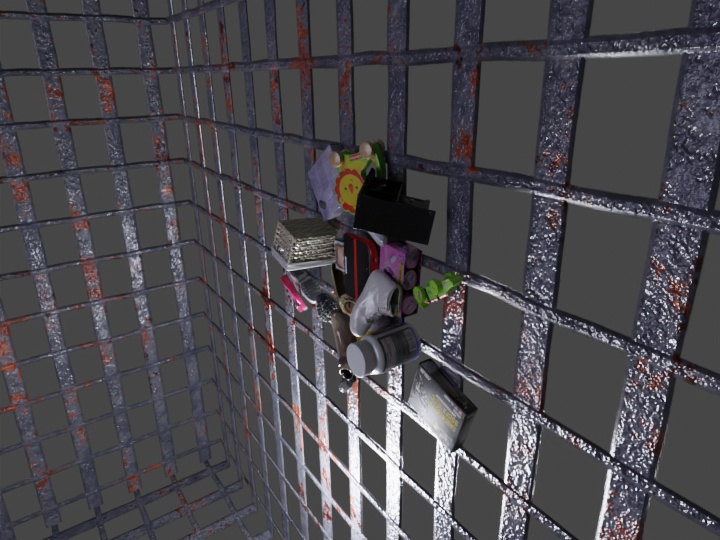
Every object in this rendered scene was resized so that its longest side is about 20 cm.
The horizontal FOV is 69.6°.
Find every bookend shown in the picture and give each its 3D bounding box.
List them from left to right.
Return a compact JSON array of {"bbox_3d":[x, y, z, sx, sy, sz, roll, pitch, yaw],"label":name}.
[{"bbox_3d":[0.098,-0.171,1.346,0.196,0.200,0.094,14,122,6],"label":"bookend"}]

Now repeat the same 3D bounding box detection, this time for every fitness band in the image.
[{"bbox_3d":[-0.262,0.090,2.029,0.145,0.037,0.200,57,173,14],"label":"fitness band"}]

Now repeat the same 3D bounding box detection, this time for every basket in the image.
[{"bbox_3d":[-0.186,-0.096,1.758,0.135,0.197,0.125,43,131,41],"label":"basket"}]

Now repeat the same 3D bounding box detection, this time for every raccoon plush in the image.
[{"bbox_3d":[-0.052,0.301,1.725,0.097,0.201,0.133,46,151,-14],"label":"raccoon plush"}]

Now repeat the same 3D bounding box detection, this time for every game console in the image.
[{"bbox_3d":[0.000,0.000,1.543,0.176,0.030,0.204,29,124,58],"label":"game console"}]

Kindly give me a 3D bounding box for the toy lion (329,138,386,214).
[{"bbox_3d":[-0.003,-0.261,1.496,0.198,0.068,0.196,-5,104,44],"label":"toy lion"}]

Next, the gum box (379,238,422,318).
[{"bbox_3d":[0.109,0.014,1.447,0.113,0.065,0.204,32,128,50],"label":"gum box"}]

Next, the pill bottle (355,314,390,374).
[{"bbox_3d":[0.040,0.203,1.588,0.112,0.111,0.205,13,113,55],"label":"pill bottle"}]

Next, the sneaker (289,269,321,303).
[{"bbox_3d":[-0.202,0.067,1.983,0.200,0.074,0.083,49,156,44],"label":"sneaker"}]

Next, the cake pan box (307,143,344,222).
[{"bbox_3d":[-0.090,-0.280,1.669,0.200,0.052,0.187,-36,73,57],"label":"cake pan box"}]

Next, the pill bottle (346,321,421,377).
[{"bbox_3d":[0.066,0.226,1.471,0.113,0.197,0.116,29,126,50],"label":"pill bottle"}]

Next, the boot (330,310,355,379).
[{"bbox_3d":[-0.048,0.233,1.572,0.201,0.069,0.149,64,-158,-51],"label":"boot"}]

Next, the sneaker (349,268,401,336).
[{"bbox_3d":[0.043,0.111,1.417,0.115,0.073,0.203,37,112,46],"label":"sneaker"}]

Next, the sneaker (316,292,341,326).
[{"bbox_3d":[-0.105,0.131,1.760,0.087,0.077,0.201,59,-179,42],"label":"sneaker"}]

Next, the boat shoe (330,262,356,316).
[{"bbox_3d":[-0.053,0.067,1.702,0.202,0.072,0.063,63,-179,26],"label":"boat shoe"}]

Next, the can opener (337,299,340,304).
[{"bbox_3d":[-0.009,0.154,1.724,0.201,0.053,0.067,52,173,33],"label":"can opener"}]

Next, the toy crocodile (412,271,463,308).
[{"bbox_3d":[0.195,0.052,1.325,0.199,0.067,0.063,-31,81,60],"label":"toy crocodile"}]

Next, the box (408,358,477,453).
[{"bbox_3d":[0.220,0.368,1.424,0.200,0.048,0.161,47,137,40],"label":"box"}]

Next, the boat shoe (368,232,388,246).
[{"bbox_3d":[0.053,-0.120,1.415,0.072,0.071,0.200,49,-177,-14],"label":"boat shoe"}]

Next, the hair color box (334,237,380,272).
[{"bbox_3d":[-0.006,-0.037,1.619,0.199,0.060,0.102,22,119,54],"label":"hair color box"}]
